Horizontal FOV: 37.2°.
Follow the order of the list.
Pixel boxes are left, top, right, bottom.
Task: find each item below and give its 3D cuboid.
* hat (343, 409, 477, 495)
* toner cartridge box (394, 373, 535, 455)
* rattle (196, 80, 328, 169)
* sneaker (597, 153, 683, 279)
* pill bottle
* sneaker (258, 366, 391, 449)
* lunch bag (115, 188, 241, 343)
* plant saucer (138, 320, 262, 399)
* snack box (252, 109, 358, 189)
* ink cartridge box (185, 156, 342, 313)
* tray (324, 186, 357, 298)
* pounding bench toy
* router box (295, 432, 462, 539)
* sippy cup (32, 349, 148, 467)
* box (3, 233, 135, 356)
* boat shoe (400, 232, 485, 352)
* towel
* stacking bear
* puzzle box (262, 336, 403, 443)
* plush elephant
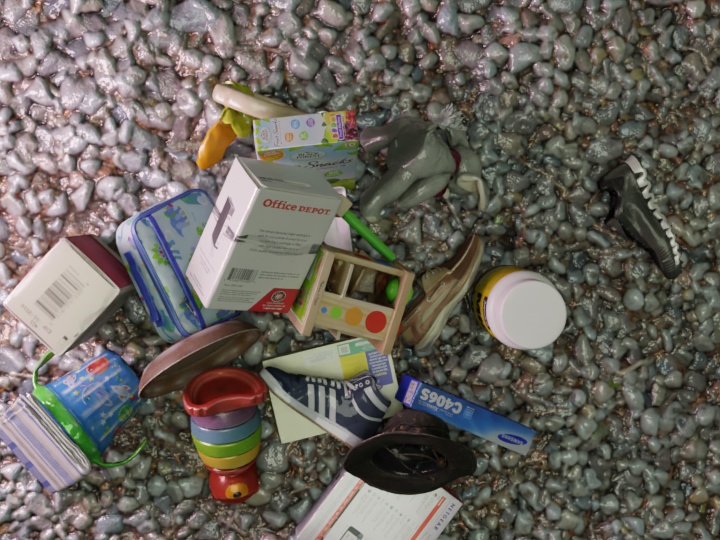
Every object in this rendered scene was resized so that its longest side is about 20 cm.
[{"bbox_3d":[0.071,0.253,1.565,0.198,0.201,0.082,5,55,-4],"label":"hat"},{"bbox_3d":[0.157,0.217,1.616,0.199,0.095,0.044,24,88,-12],"label":"toner cartridge box"},{"bbox_3d":[-0.130,-0.190,1.556,0.198,0.130,0.144,22,84,3],"label":"rattle"},{"bbox_3d":[0.424,-0.071,1.645,0.090,0.066,0.201,-24,92,1],"label":"sneaker"},{"bbox_3d":[0.232,0.054,1.569,0.113,0.200,0.116,0,94,-4],"label":"pill bottle"},{"bbox_3d":[-0.047,0.176,1.598,0.199,0.070,0.109,35,91,-8],"label":"sneaker"},{"bbox_3d":[-0.255,-0.004,1.554,0.160,0.082,0.201,-28,97,-40],"label":"lunch bag"},{"bbox_3d":[-0.236,0.124,1.548,0.199,0.200,0.032,-29,78,-2],"label":"plant saucer"},{"bbox_3d":[-0.077,-0.163,1.530,0.141,0.200,0.054,-8,75,-4],"label":"snack box"},{"bbox_3d":[-0.134,-0.047,1.480,0.143,0.084,0.201,5,124,-40],"label":"ink cartridge box"},{"bbox_3d":[-0.064,-0.024,1.620,0.106,0.022,0.202,-7,103,-3],"label":"tray"},{"bbox_3d":[0.000,0.000,1.554,0.155,0.124,0.202,14,99,-19],"label":"pounding bench toy"},{"bbox_3d":[0.027,0.381,1.653,0.179,0.049,0.201,38,91,-6],"label":"router box"},{"bbox_3d":[-0.388,0.191,1.569,0.130,0.139,0.179,-39,123,-20],"label":"sippy cup"},{"bbox_3d":[-0.403,0.030,1.521,0.109,0.200,0.128,43,90,-5],"label":"box"},{"bbox_3d":[0.121,0.025,1.624,0.071,0.076,0.201,31,90,-4],"label":"boat shoe"},{"bbox_3d":[-0.463,0.254,1.551,0.147,0.200,0.024,50,55,-4],"label":"towel"},{"bbox_3d":[-0.196,0.257,1.591,0.120,0.114,0.202,-11,114,-16],"label":"stacking bear"},{"bbox_3d":[-0.041,0.179,1.646,0.198,0.025,0.134,-13,94,-3],"label":"puzzle box"},{"bbox_3d":[0.110,-0.153,1.583,0.199,0.166,0.154,-30,138,29],"label":"plush elephant"}]
